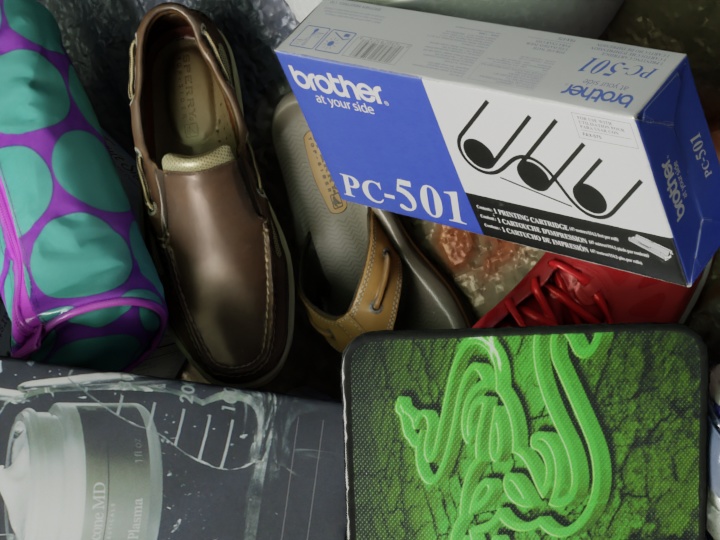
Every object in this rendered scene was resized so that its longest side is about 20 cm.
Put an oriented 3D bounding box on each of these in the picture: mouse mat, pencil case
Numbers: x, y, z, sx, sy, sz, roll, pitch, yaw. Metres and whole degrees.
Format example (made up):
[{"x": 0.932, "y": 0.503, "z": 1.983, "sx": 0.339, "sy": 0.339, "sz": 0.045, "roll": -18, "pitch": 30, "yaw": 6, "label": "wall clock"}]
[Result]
[{"x": 0.073, "y": 0.123, "z": 0.839, "sx": 0.160, "sy": 0.008, "sz": 0.201, "roll": -2, "pitch": 99, "yaw": 0, "label": "mouse mat"}, {"x": -0.166, "y": -0.040, "z": 0.971, "sx": 0.085, "sy": 0.092, "sz": 0.201, "roll": -39, "pitch": 63, "yaw": 28, "label": "pencil case"}]

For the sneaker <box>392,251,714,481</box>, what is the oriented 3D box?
[{"x": 0.079, "y": 0.042, "z": 0.872, "sx": 0.078, "sy": 0.115, "sz": 0.200, "roll": 43, "pitch": 110, "yaw": 10, "label": "sneaker"}]

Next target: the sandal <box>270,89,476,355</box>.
[{"x": 0.000, "y": 0.000, "z": 0.971, "sx": 0.081, "sy": 0.054, "sz": 0.201, "roll": -20, "pitch": 91, "yaw": 37, "label": "sandal"}]

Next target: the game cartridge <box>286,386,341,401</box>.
[{"x": -0.003, "y": 0.174, "z": 1.034, "sx": 0.129, "sy": 0.038, "sz": 0.201, "roll": 23, "pitch": 114, "yaw": 33, "label": "game cartridge"}]

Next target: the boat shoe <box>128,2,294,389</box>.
[{"x": -0.083, "y": -0.040, "z": 0.967, "sx": 0.074, "sy": 0.075, "sz": 0.203, "roll": -16, "pitch": 74, "yaw": -1, "label": "boat shoe"}]

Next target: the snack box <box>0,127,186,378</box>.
[{"x": -0.181, "y": 0.021, "z": 1.095, "sx": 0.169, "sy": 0.068, "sz": 0.200, "roll": 44, "pitch": 123, "yaw": 20, "label": "snack box"}]

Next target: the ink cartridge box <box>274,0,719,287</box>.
[{"x": 0.060, "y": -0.060, "z": 0.836, "sx": 0.199, "sy": 0.044, "sz": 0.094, "roll": 16, "pitch": 143, "yaw": 41, "label": "ink cartridge box"}]

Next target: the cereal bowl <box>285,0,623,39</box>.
[{"x": 0.029, "y": -0.174, "z": 0.889, "sx": 0.199, "sy": 0.083, "sz": 0.201, "roll": 9, "pitch": 106, "yaw": 33, "label": "cereal bowl"}]

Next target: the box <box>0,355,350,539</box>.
[{"x": -0.108, "y": 0.157, "z": 0.887, "sx": 0.195, "sy": 0.124, "sz": 0.201, "roll": 7, "pitch": 73, "yaw": 0, "label": "box"}]

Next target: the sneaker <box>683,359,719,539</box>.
[{"x": 0.169, "y": 0.038, "z": 0.847, "sx": 0.146, "sy": 0.081, "sz": 0.201, "roll": -20, "pitch": 96, "yaw": 32, "label": "sneaker"}]
